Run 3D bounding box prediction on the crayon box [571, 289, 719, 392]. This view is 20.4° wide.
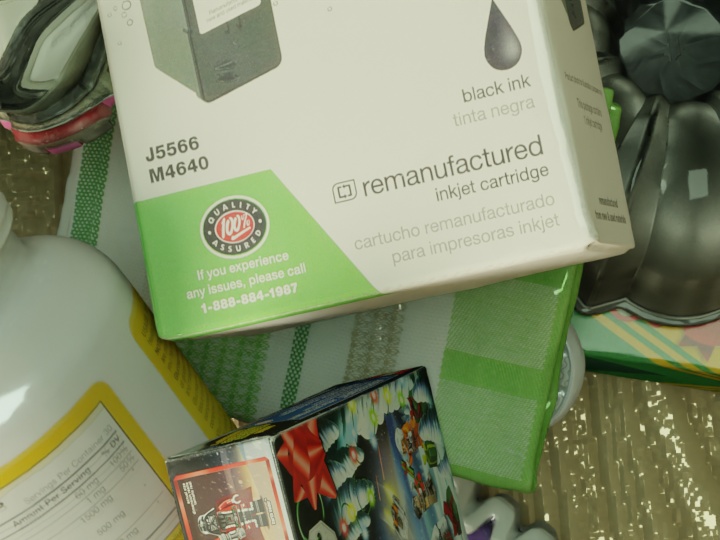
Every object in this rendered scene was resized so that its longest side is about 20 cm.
[{"bbox_3d":[0.154,-0.016,0.790,0.199,0.051,0.128,8,80,3],"label":"crayon box"}]

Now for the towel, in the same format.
[{"bbox_3d":[-0.015,-0.015,0.721,0.199,0.031,0.150,15,100,19],"label":"towel"}]

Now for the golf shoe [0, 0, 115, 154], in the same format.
[{"bbox_3d":[-0.115,-0.146,0.707,0.072,0.092,0.201,-16,57,18],"label":"golf shoe"}]

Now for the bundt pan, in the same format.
[{"bbox_3d":[0.116,-0.084,0.740,0.201,0.076,0.203,-1,80,3],"label":"bundt pan"}]

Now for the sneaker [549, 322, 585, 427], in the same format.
[{"bbox_3d":[0.000,0.000,0.766,0.199,0.071,0.073,27,103,19],"label":"sneaker"}]

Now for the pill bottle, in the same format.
[{"bbox_3d":[-0.102,0.061,0.650,0.112,0.112,0.200,-36,117,-4],"label":"pill bottle"}]

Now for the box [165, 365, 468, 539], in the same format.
[{"bbox_3d":[0.007,0.140,0.639,0.040,0.137,0.201,-14,92,22],"label":"box"}]

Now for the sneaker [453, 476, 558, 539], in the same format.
[{"bbox_3d":[0.040,0.128,0.760,0.200,0.080,0.089,36,90,12],"label":"sneaker"}]

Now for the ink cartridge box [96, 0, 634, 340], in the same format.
[{"bbox_3d":[-0.006,-0.089,0.649,0.145,0.084,0.201,-13,86,17],"label":"ink cartridge box"}]
